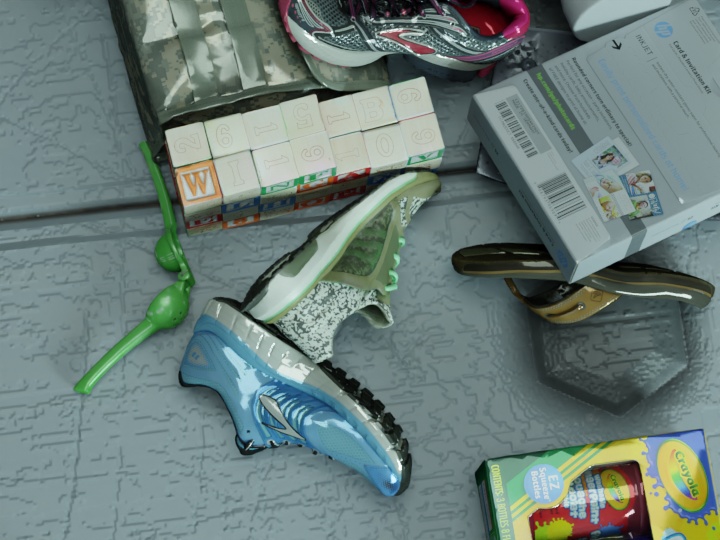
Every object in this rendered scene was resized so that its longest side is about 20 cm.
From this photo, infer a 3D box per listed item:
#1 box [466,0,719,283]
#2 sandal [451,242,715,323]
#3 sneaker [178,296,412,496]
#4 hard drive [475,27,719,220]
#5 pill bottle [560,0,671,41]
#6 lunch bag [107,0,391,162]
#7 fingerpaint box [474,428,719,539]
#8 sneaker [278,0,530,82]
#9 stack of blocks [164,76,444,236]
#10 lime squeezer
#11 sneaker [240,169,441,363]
[{"bbox_3d":[0.203,-0.100,1.605,0.199,0.041,0.156,-26,70,-15],"label":"box"},{"bbox_3d":[0.167,0.015,1.624,0.199,0.082,0.055,9,98,-8],"label":"sandal"},{"bbox_3d":[-0.049,0.107,1.592,0.200,0.078,0.090,36,96,9],"label":"sneaker"},{"bbox_3d":[0.194,-0.109,1.662,0.199,0.042,0.136,10,76,0],"label":"hard drive"},{"bbox_3d":[0.167,-0.282,1.657,0.111,0.111,0.201,-17,70,-7],"label":"pill bottle"},{"bbox_3d":[-0.081,-0.189,1.631,0.199,0.118,0.165,-14,77,-13],"label":"lunch bag"},{"bbox_3d":[0.182,0.227,1.563,0.166,0.073,0.201,-7,77,-5],"label":"fingerpaint box"},{"bbox_3d":[0.030,-0.195,1.585,0.199,0.075,0.081,4,71,-29],"label":"sneaker"},{"bbox_3d":[-0.042,-0.087,1.603,0.199,0.115,0.059,-14,80,-6],"label":"stack of blocks"},{"bbox_3d":[-0.156,0.002,1.625,0.070,0.038,0.201,4,74,31],"label":"lime squeezer"},{"bbox_3d":[0.000,0.000,1.599,0.200,0.077,0.089,-40,97,-32],"label":"sneaker"}]
